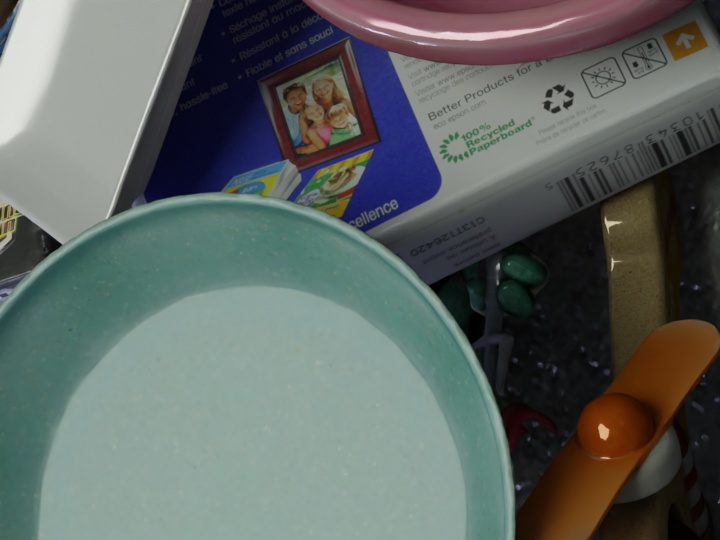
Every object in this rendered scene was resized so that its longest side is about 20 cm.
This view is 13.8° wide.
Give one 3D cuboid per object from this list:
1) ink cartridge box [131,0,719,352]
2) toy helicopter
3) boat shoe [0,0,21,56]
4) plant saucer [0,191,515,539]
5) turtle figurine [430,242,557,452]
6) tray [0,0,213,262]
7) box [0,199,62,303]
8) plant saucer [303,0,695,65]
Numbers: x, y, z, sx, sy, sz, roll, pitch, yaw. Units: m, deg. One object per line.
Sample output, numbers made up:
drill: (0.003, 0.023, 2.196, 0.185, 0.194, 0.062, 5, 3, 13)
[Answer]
ink cartridge box: (0.005, -0.088, 0.996, 0.198, 0.047, 0.200, -27, 54, 8)
toy helicopter: (0.088, 0.051, 0.935, 0.079, 0.132, 0.200, -9, 63, 17)
boat shoe: (-0.208, -0.093, 1.154, 0.200, 0.072, 0.072, -26, 61, 28)
plant saucer: (-0.040, 0.077, 0.906, 0.200, 0.036, 0.200, -3, 84, 23)
turtle figurine: (0.000, 0.000, 1.027, 0.150, 0.101, 0.200, -10, 65, 17)
tray: (-0.068, -0.108, 0.964, 0.107, 0.022, 0.200, 32, 104, 53)
box: (-0.192, -0.061, 1.208, 0.200, 0.050, 0.199, -19, 66, 32)
plant saucer: (0.059, -0.147, 0.951, 0.200, 0.051, 0.201, -9, 61, 16)
